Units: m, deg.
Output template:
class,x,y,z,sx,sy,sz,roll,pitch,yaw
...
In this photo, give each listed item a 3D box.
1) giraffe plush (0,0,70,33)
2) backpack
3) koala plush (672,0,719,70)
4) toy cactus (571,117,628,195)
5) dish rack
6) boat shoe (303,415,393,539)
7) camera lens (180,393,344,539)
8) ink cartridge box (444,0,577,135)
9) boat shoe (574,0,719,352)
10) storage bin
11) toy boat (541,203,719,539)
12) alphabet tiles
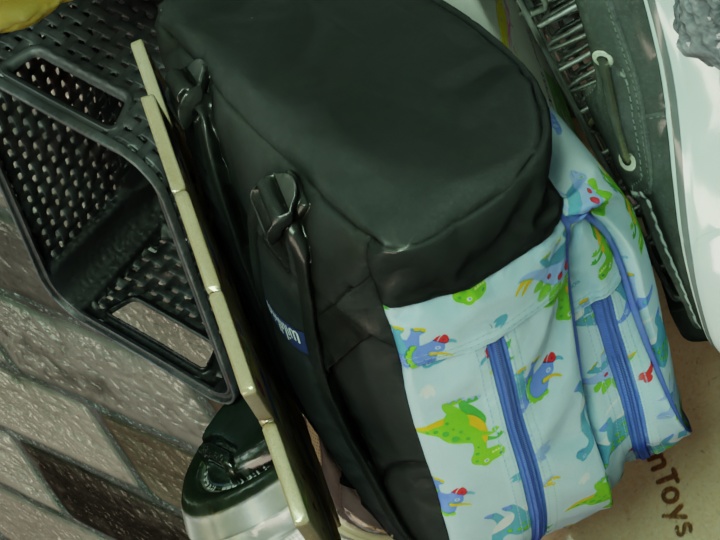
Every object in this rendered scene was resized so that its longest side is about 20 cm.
class,x,y,z,sx,sy,sz,roll,pitch,yaw
giraffe plush,-0.082,-0.155,1.081,0.162,0.200,0.173,8,149,5
backpack,0.027,0.009,0.894,0.163,0.153,0.200,45,149,46
koala plush,0.171,-0.072,0.786,0.183,0.178,0.200,26,153,0
toy cactus,0.029,-0.033,1.149,0.165,0.103,0.200,-3,157,29
dish rack,0.087,-0.080,0.964,0.200,0.054,0.153,60,-171,-22
boat shoe,0.000,0.000,1.026,0.073,0.074,0.201,140,114,-73
camera lens,0.022,0.130,1.384,0.200,0.160,0.160,49,156,-16
ink cartridge box,0.009,-0.105,0.976,0.200,0.067,0.117,53,-164,-48
boat shoe,0.098,-0.063,0.866,0.056,0.069,0.200,4,121,33
storage bin,-0.099,-0.044,1.355,0.135,0.094,0.200,28,155,29
toy boat,0.109,0.074,1.088,0.131,0.130,0.200,91,159,-81
alphabet tiles,-0.037,0.020,0.914,0.200,0.006,0.167,67,-178,-72
